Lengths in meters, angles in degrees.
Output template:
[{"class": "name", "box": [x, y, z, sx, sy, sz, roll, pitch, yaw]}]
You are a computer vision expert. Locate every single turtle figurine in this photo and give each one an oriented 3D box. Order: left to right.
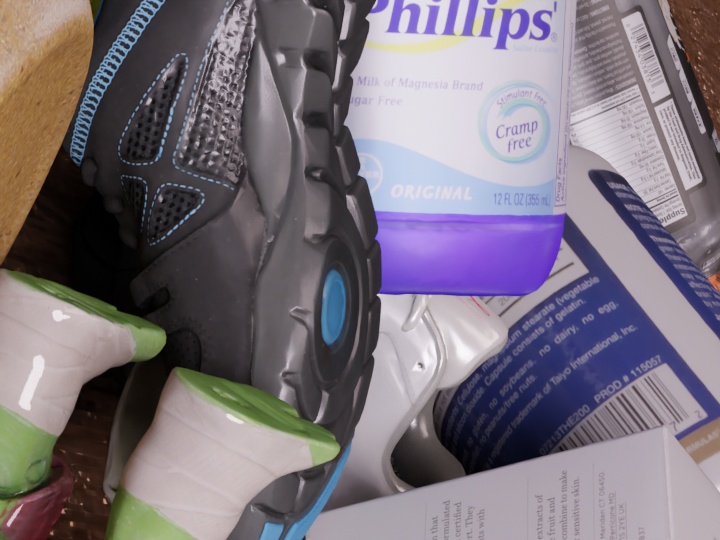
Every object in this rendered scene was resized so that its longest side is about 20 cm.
[{"class": "turtle figurine", "box": [-0.071, 0.113, 0.622, 0.200, 0.194, 0.144, 25, 3, -20]}]

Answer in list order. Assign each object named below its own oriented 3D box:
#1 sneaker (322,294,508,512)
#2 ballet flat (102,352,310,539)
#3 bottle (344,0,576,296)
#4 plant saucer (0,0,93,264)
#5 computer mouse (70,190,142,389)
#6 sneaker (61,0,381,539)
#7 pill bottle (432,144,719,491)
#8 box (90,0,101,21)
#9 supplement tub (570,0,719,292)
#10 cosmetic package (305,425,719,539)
[{"class": "sneaker", "box": [0.000, 0.000, 0.814, 0.078, 0.099, 0.201, -48, 135, -60]}, {"class": "ballet flat", "box": [-0.043, 0.076, 0.720, 0.072, 0.072, 0.200, 48, 32, -41]}, {"class": "bottle", "box": [0.022, -0.094, 0.718, 0.065, 0.083, 0.201, -156, -112, -74]}, {"class": "plant saucer", "box": [-0.114, -0.005, 0.590, 0.035, 0.200, 0.200, 30, 31, 0]}, {"class": "computer mouse", "box": [-0.055, 0.005, 0.880, 0.200, 0.046, 0.141, -60, 147, -53]}, {"class": "sneaker", "box": [-0.039, -0.021, 0.669, 0.073, 0.082, 0.201, 18, 73, -75]}, {"class": "pill bottle", "box": [0.071, 0.027, 0.879, 0.200, 0.111, 0.111, 54, 15, 28]}, {"class": "box", "box": [-0.084, -0.144, 0.811, 0.048, 0.122, 0.200, 35, 42, -35]}, {"class": "supplement tub", "box": [0.098, -0.064, 1.140, 0.201, 0.122, 0.123, 68, 25, -9]}, {"class": "cosmetic package", "box": [0.025, 0.127, 0.763, 0.108, 0.199, 0.085, 46, 35, -44]}]
